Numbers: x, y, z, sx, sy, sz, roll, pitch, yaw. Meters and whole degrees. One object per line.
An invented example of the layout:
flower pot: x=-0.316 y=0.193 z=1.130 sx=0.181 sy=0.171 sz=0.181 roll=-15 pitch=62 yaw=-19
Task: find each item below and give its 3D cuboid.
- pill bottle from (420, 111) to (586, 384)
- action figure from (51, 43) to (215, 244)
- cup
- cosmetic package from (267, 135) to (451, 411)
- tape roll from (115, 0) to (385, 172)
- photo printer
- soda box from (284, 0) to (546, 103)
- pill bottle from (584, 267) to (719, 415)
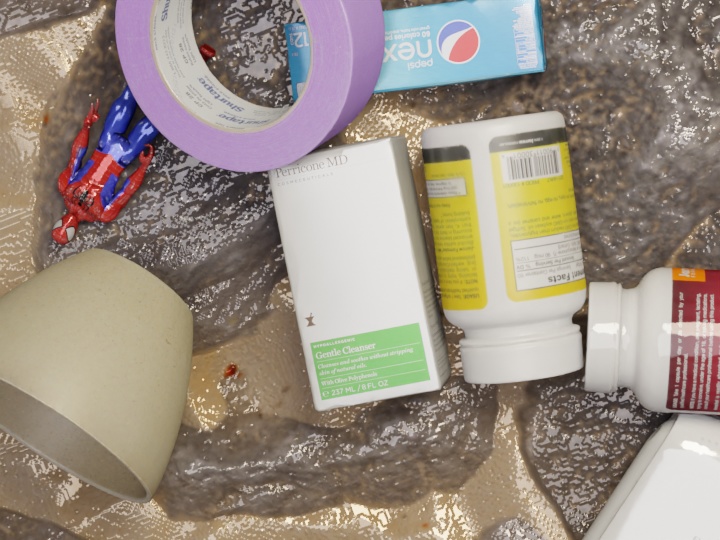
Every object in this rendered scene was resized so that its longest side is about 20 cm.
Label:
pill bottle: x=0.114 y=-0.018 z=1.584 sx=0.114 sy=0.114 sz=0.201 roll=-7 pitch=94 yaw=7
action figure: x=-0.193 y=-0.106 z=1.648 sx=0.065 sy=0.052 sz=0.200 roll=32 pitch=99 yaw=-2
cup: x=-0.212 y=0.068 z=1.605 sx=0.200 sy=0.200 sz=0.144 roll=31 pitch=72 yaw=3
cosmetic package: x=0.000 y=0.000 z=1.613 sx=0.107 sy=0.085 sz=0.201 roll=-12 pitch=94 yaw=10
tape roll: x=-0.084 y=-0.179 z=1.544 sx=0.199 sy=0.066 sz=0.201 roll=8 pitch=112 yaw=21
photo printer: x=0.269 y=0.220 z=1.606 sx=0.166 sy=0.069 sz=0.200 roll=33 pitch=98 yaw=3
soda box: x=0.045 y=-0.175 z=1.602 sx=0.199 sy=0.068 sz=0.065 roll=-6 pitch=96 yaw=7
pill bottle: x=0.274 y=0.055 z=1.570 sx=0.199 sy=0.113 sz=0.114 roll=3 pitch=95 yaw=6
